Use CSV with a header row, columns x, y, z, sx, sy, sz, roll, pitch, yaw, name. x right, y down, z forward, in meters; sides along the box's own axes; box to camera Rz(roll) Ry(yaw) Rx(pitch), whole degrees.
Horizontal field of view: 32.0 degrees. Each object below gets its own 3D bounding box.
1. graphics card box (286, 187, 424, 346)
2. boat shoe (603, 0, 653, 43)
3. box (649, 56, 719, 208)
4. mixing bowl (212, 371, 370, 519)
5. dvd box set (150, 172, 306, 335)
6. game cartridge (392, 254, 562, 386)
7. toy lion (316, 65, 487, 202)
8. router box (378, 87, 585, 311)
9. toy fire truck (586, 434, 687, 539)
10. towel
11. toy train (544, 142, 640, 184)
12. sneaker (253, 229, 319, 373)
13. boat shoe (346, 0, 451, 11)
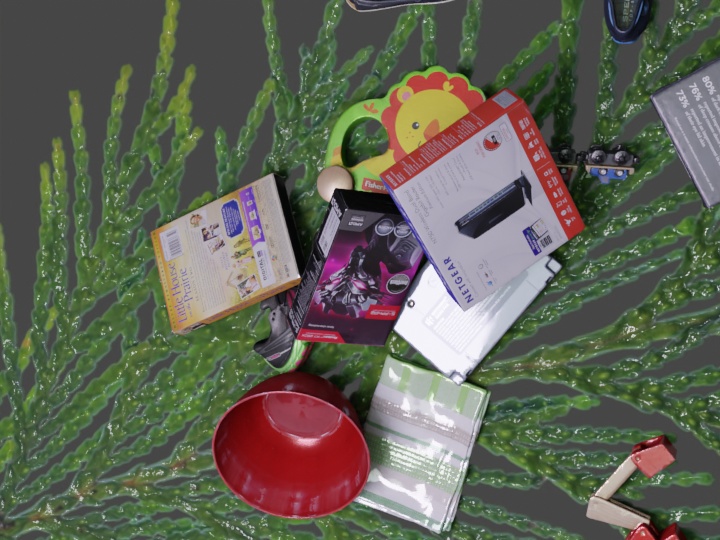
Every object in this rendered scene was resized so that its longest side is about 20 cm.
x,y,z,sx,sy,sz,roll,pitch,yaw,name
0.000,0.000,1.512,0.125,0.051,0.201,6,123,-25,graphics card box
0.319,-0.367,1.454,0.084,0.069,0.201,-4,96,15,boat shoe
0.450,-0.182,1.425,0.199,0.104,0.149,-27,90,15,box
-0.079,0.204,1.592,0.199,0.109,0.201,4,121,6,mixing bowl
-0.170,-0.019,1.609,0.199,0.029,0.147,-24,70,22,dvd box set
0.138,0.027,1.562,0.133,0.040,0.200,41,100,3,game cartridge
0.061,-0.160,1.555,0.199,0.069,0.193,13,93,13,toy lion
0.144,-0.079,1.452,0.179,0.049,0.200,-35,124,-2,router box
0.327,0.311,1.547,0.200,0.049,0.141,-36,87,17,toy fire truck
0.071,0.224,1.612,0.149,0.031,0.201,18,101,11,towel
0.234,-0.128,1.503,0.199,0.034,0.046,2,114,1,toy train
-0.082,0.035,1.604,0.083,0.077,0.201,24,101,6,sneaker
0.071,-0.359,1.523,0.199,0.062,0.075,-10,93,14,boat shoe
